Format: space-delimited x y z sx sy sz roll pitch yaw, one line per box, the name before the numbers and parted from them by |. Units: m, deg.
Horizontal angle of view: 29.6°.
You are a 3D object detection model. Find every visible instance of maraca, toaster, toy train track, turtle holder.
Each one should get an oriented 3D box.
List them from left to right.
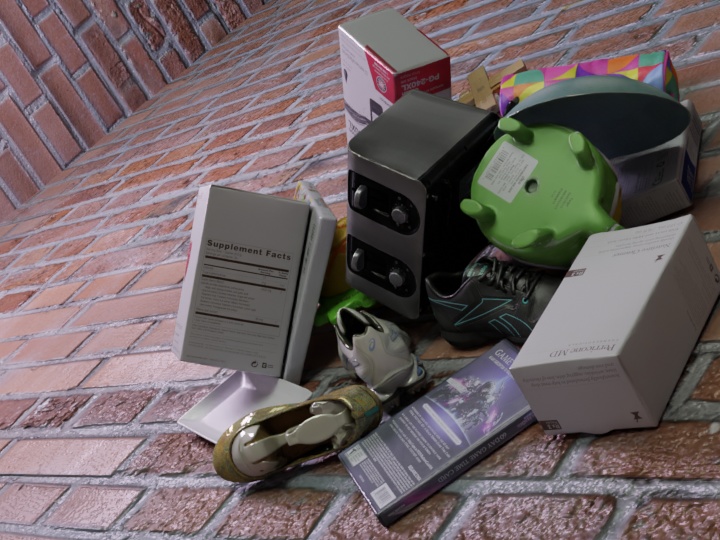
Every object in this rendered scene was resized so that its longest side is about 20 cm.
maraca | 0.000 0.000 1.582 0.137 0.107 0.200 -32 20 20
toaster | 0.070 -0.081 1.461 0.118 0.182 0.200 23 44 24
toy train track | 0.113 -0.179 1.603 0.199 0.033 0.115 -31 27 15
turtle holder | 0.206 -0.068 1.348 0.184 0.132 0.142 -1 71 35

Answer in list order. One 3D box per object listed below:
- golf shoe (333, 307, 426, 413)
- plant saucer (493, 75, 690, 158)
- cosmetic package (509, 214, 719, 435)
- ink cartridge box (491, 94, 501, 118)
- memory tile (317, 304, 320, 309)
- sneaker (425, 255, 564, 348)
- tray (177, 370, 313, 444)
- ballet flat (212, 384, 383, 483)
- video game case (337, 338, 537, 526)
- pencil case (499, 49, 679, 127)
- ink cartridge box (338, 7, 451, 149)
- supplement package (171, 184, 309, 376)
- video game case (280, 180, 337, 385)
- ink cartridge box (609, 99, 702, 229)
golf shoe | 0.008 0.068 1.428 0.078 0.098 0.200 -36 18 -6
plant saucer | 0.235 -0.161 1.394 0.200 0.200 0.039 -14 71 41
cosmetic package | 0.224 0.047 1.174 0.112 0.081 0.200 -13 27 39
ink cartridge box | 0.168 -0.136 1.632 0.068 0.116 0.200 -14 27 38
memory tile | -0.068 0.019 1.775 0.153 0.017 0.200 -42 22 -23
sneaker | 0.144 0.028 1.344 0.199 0.080 0.075 -11 28 42
tray | -0.128 0.160 1.526 0.107 0.022 0.200 -39 21 -19
ballet flat | -0.073 0.166 1.352 0.199 0.071 0.071 -22 22 20
video game case | 0.081 0.144 1.255 0.199 0.019 0.143 -34 20 -5
pencil case | 0.248 -0.185 1.494 0.199 0.089 0.089 -9 28 22
ink cartridge box | 0.046 -0.202 1.709 0.083 0.201 0.145 -22 42 -20
supplement package | -0.141 0.010 1.574 0.119 0.202 0.121 10 -1 -12
video game case | -0.072 0.011 1.596 0.023 0.201 0.182 10 14 -14
ink cartridge box | 0.271 -0.096 1.493 0.199 0.041 0.200 -21 23 28
